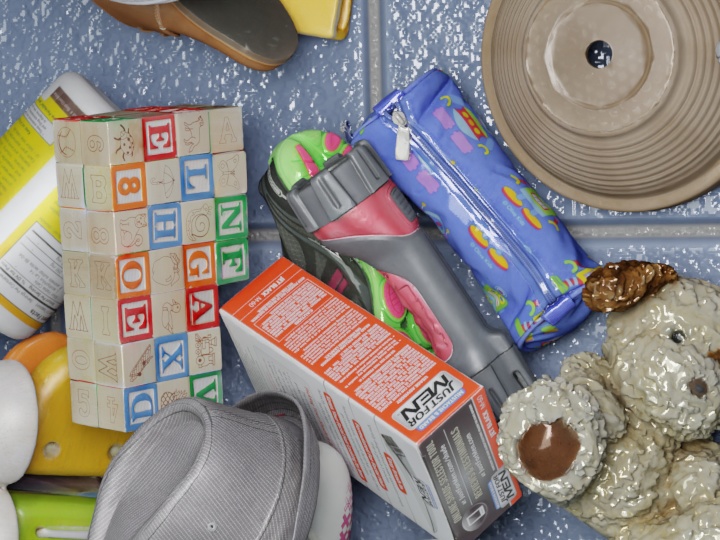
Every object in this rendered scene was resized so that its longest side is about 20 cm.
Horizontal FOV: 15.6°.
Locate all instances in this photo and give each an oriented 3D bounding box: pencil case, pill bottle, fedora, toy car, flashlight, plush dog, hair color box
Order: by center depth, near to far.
[{"bbox_3d":[-0.112,0.158,1.664,0.200,0.090,0.177,-51,32,24],"label":"fedora"},{"bbox_3d":[0.187,0.086,1.665,0.200,0.160,0.172,35,91,-14],"label":"plush dog"},{"bbox_3d":[0.032,0.015,1.687,0.068,0.068,0.201,-35,98,-21],"label":"flashlight"},{"bbox_3d":[0.006,0.084,1.689,0.064,0.111,0.200,-39,46,-18],"label":"hair color box"},{"bbox_3d":[0.077,-0.041,1.708,0.078,0.087,0.200,-41,80,11],"label":"pencil case"},{"bbox_3d":[-0.227,-0.031,1.791,0.200,0.109,0.109,-46,77,1],"label":"pill bottle"},{"bbox_3d":[-0.216,0.140,1.810,0.150,0.174,0.201,19,101,55],"label":"toy car"}]

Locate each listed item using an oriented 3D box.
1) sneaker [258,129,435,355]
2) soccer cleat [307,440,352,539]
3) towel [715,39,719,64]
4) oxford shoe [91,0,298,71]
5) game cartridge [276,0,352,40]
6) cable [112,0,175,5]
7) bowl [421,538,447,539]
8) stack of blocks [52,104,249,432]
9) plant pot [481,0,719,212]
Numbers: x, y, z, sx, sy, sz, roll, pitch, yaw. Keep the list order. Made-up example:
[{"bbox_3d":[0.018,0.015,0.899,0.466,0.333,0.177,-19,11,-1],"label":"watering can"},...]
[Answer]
[{"bbox_3d":[0.000,0.000,1.758,0.084,0.077,0.201,-30,89,55],"label":"sneaker"},{"bbox_3d":[-0.051,0.211,1.699,0.069,0.086,0.201,17,106,-9],"label":"soccer cleat"},{"bbox_3d":[0.327,-0.179,1.575,0.199,0.086,0.167,12,98,1],"label":"towel"},{"bbox_3d":[-0.127,-0.185,1.770,0.200,0.071,0.072,34,133,17],"label":"oxford shoe"},{"bbox_3d":[-0.090,-0.259,1.792,0.199,0.032,0.177,12,98,23],"label":"game cartridge"},{"bbox_3d":[-0.143,-0.269,1.653,0.199,0.069,0.201,-12,88,23],"label":"cable"},{"bbox_3d":[0.075,0.268,1.718,0.200,0.105,0.202,1,93,22],"label":"bowl"},{"bbox_3d":[-0.133,-0.004,1.720,0.058,0.115,0.201,6,101,46],"label":"stack of blocks"},{"bbox_3d":[0.162,-0.136,1.666,0.200,0.093,0.202,1,94,22],"label":"plant pot"}]
